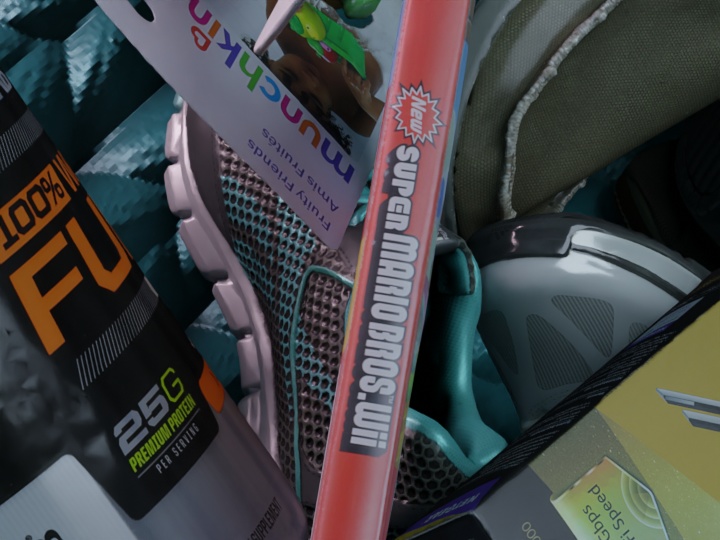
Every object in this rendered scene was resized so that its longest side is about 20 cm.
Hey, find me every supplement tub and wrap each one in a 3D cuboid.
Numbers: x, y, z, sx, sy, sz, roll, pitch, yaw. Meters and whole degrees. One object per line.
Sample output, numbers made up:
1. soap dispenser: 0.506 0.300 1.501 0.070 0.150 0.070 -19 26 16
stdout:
1. supplement tub: -0.112 0.020 0.557 0.200 0.122 0.123 56 43 -13

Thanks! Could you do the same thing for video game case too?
1. video game case: 0.006 0.013 0.564 0.017 0.143 0.201 9 81 1

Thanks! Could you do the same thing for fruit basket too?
1. fruit basket: -0.038 -0.126 0.668 0.185 0.094 0.200 47 28 -16

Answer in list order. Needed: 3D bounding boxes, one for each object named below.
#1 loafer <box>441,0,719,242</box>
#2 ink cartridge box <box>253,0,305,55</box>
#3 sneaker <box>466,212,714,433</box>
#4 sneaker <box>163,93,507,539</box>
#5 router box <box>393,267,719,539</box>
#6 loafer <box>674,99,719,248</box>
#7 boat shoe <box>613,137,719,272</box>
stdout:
1. loafer: 0.095 -0.083 0.752 0.200 0.070 0.075 -54 152 -13
2. ink cartridge box: 0.004 -0.166 0.582 0.067 0.116 0.200 31 60 -10
3. sneaker: 0.089 0.076 0.724 0.201 0.075 0.116 48 43 -40
4. sneaker: 0.000 0.000 0.701 0.077 0.091 0.201 6 59 -39
5. router box: 0.123 0.111 0.643 0.157 0.052 0.200 -37 92 -34
6. loafer: 0.160 -0.026 0.789 0.069 0.075 0.200 21 31 -15
7. boat shoe: 0.157 0.039 0.833 0.076 0.074 0.200 -16 57 -35
